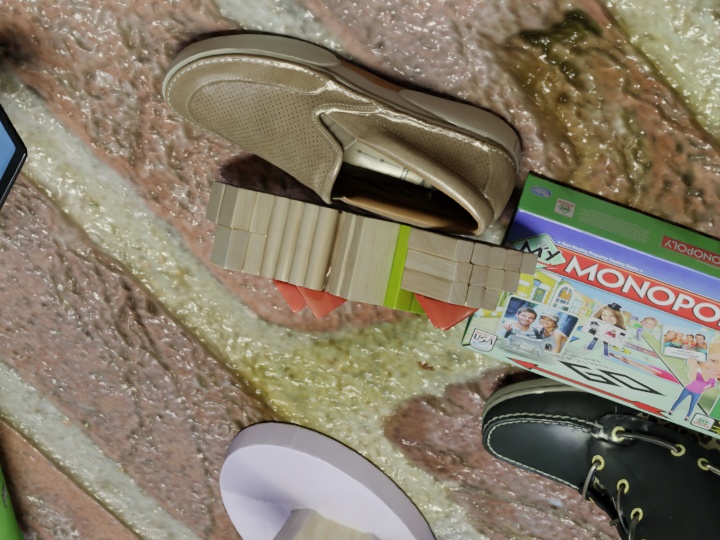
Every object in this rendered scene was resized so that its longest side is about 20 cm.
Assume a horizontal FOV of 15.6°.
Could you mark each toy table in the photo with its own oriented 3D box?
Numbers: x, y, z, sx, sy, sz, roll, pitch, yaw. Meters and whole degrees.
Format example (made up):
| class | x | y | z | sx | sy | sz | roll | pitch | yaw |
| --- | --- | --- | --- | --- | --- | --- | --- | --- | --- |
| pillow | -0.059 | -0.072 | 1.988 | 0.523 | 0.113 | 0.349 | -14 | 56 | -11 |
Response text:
| class | x | y | z | sx | sy | sz | roll | pitch | yaw |
| --- | --- | --- | --- | --- | --- | --- | --- | --- | --- |
| toy table | -0.031 | 0.207 | 1.702 | 0.183 | 0.118 | 0.200 | -19 | 129 | 39 |

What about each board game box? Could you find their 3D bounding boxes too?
| class | x | y | z | sx | sy | sz | roll | pitch | yaw |
| --- | --- | --- | --- | --- | --- | --- | --- | --- | --- |
| board game box | 0.167 | 0.028 | 1.475 | 0.199 | 0.029 | 0.135 | 19 | 143 | 0 |

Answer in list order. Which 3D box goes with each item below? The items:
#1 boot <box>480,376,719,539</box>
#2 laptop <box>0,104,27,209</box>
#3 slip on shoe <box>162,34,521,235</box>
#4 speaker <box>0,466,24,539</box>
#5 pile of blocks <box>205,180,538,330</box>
| class | x | y | z | sx | sy | sz | roll | pitch | yaw |
| --- | --- | --- | --- | --- | --- | --- | --- | --- | --- |
| boot | 0.156 | 0.148 | 1.521 | 0.202 | 0.154 | 0.074 | 12 | 141 | 9 |
| laptop | -0.297 | -0.064 | 1.455 | 0.199 | 0.103 | 0.178 | 27 | 118 | -9 |
| slip on shoe | -0.014 | -0.068 | 1.410 | 0.199 | 0.061 | 0.076 | 18 | 142 | 1 |
| speaker | -0.277 | 0.151 | 1.763 | 0.088 | 0.089 | 0.201 | 9 | 141 | 13 |
| pile of blocks | 0.000 | 0.000 | 1.454 | 0.199 | 0.063 | 0.082 | 14 | -177 | 30 |
